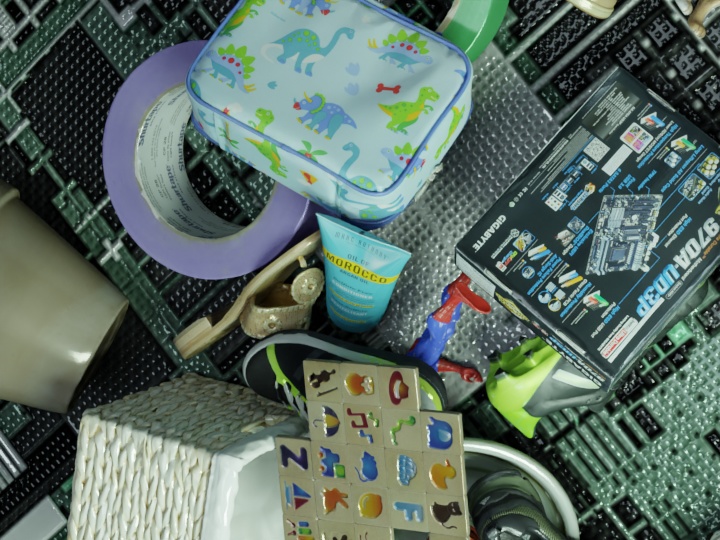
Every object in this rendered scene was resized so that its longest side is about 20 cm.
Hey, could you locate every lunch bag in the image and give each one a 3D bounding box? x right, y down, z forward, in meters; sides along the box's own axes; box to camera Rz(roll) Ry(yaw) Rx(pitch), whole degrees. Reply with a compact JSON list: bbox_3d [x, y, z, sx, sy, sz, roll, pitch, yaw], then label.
[{"bbox_3d":[-0.020,-0.138,1.357,0.200,0.082,0.161,29,70,13],"label":"lunch bag"}]

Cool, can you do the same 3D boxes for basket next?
[{"bbox_3d":[-0.133,0.209,1.484,0.161,0.198,0.200,13,104,25],"label":"basket"}]

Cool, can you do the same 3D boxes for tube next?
[{"bbox_3d":[0.000,0.000,1.395,0.077,0.200,0.050,18,73,4],"label":"tube"}]

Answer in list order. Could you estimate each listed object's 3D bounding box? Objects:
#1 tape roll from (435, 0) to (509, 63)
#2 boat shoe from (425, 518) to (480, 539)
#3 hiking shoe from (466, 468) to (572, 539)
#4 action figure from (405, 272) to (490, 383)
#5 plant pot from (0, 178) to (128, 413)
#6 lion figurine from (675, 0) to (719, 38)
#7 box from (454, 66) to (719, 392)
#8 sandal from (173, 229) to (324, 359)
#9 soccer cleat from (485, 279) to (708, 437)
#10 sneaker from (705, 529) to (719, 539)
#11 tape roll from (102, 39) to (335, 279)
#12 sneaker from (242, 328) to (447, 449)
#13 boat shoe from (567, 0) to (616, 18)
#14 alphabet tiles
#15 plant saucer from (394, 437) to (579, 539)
[{"bbox_3d":[0.023,-0.245,1.423,0.200,0.048,0.201,4,100,22],"label":"tape roll"},{"bbox_3d":[0.080,0.295,1.426,0.071,0.063,0.200,-3,120,2],"label":"boat shoe"},{"bbox_3d":[0.155,0.253,1.383,0.076,0.101,0.200,-39,108,20],"label":"hiking shoe"},{"bbox_3d":[0.074,0.081,1.434,0.099,0.065,0.200,37,136,-3],"label":"action figure"},{"bbox_3d":[-0.308,0.037,1.547,0.173,0.200,0.200,29,109,-2],"label":"plant pot"},{"bbox_3d":[0.320,-0.185,1.298,0.122,0.072,0.200,-38,79,16],"label":"lion figurine"},{"bbox_3d":[0.194,-0.034,1.337,0.159,0.046,0.200,40,80,12],"label":"box"},{"bbox_3d":[-0.073,0.039,1.489,0.212,0.078,0.070,-36,85,38],"label":"sandal"},{"bbox_3d":[0.195,0.063,1.398,0.200,0.068,0.081,-30,117,15],"label":"soccer cleat"},{"bbox_3d":[0.316,0.210,1.366,0.200,0.072,0.072,-48,52,15],"label":"sneaker"},{"bbox_3d":[-0.113,-0.097,1.485,0.200,0.085,0.200,4,101,22],"label":"tape roll"},{"bbox_3d":[-0.025,0.103,1.409,0.200,0.083,0.072,5,136,35],"label":"sneaker"},{"bbox_3d":[0.141,-0.284,1.355,0.065,0.071,0.200,-41,81,24],"label":"boat shoe"},{"bbox_3d":[0.008,0.167,1.364,0.167,0.008,0.200,3,106,29],"label":"alphabet tiles"},{"bbox_3d":[0.080,0.216,1.451,0.200,0.050,0.200,1,115,2],"label":"plant saucer"}]
